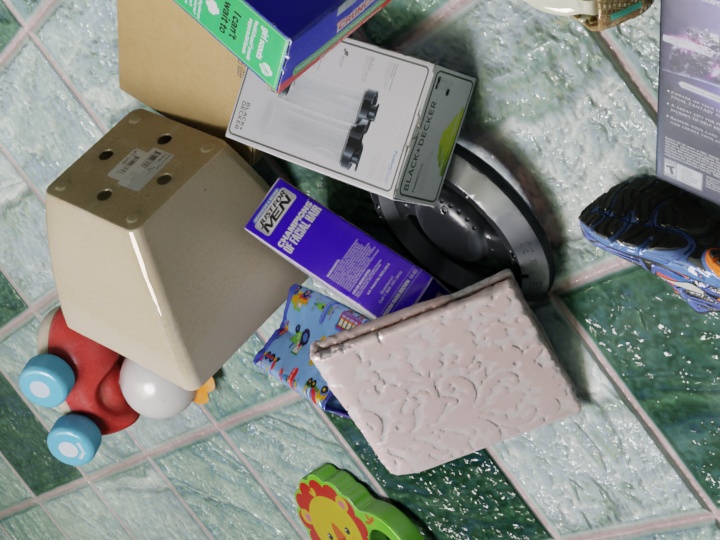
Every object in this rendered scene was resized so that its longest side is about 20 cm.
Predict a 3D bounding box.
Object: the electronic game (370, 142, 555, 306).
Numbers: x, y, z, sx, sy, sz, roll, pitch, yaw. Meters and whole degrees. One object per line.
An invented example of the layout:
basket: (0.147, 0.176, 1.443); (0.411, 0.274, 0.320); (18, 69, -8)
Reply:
electronic game: (0.085, -0.043, 1.520); (0.200, 0.042, 0.200); (34, 154, 20)

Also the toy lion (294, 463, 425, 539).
toy lion: (0.006, 0.308, 2.008); (0.200, 0.069, 0.192); (-19, 101, 58)

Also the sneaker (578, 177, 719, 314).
sneaker: (0.249, -0.006, 1.322); (0.200, 0.075, 0.078); (27, 146, 36)

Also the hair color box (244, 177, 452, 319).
hair color box: (0.000, 0.000, 1.607); (0.200, 0.065, 0.109); (32, 177, 32)

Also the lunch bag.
lunch bag: (0.024, 0.106, 1.683); (0.200, 0.094, 0.151); (28, 179, -32)

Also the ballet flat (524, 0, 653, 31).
ballet flat: (0.116, -0.225, 1.255); (0.200, 0.065, 0.071); (27, 144, 33)

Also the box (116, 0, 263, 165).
box: (-0.157, -0.200, 1.626); (0.163, 0.021, 0.200); (31, 148, 14)

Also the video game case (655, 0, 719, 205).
video game case: (0.270, -0.119, 1.219); (0.143, 0.019, 0.200); (28, 143, 32)

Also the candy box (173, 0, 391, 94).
candy box: (-0.072, -0.263, 1.355); (0.200, 0.169, 0.077); (42, 153, 14)

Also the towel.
towel: (0.077, 0.094, 1.539); (0.200, 0.191, 0.032); (58, -165, -44)

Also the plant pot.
plant pot: (-0.191, -0.039, 1.711); (0.200, 0.200, 0.177); (23, 147, 38)

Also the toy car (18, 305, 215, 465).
toy car: (-0.267, 0.114, 2.082); (0.200, 0.184, 0.177); (-5, 125, 20)

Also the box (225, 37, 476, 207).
box: (-0.011, -0.135, 1.468); (0.200, 0.060, 0.117); (21, 97, 39)
